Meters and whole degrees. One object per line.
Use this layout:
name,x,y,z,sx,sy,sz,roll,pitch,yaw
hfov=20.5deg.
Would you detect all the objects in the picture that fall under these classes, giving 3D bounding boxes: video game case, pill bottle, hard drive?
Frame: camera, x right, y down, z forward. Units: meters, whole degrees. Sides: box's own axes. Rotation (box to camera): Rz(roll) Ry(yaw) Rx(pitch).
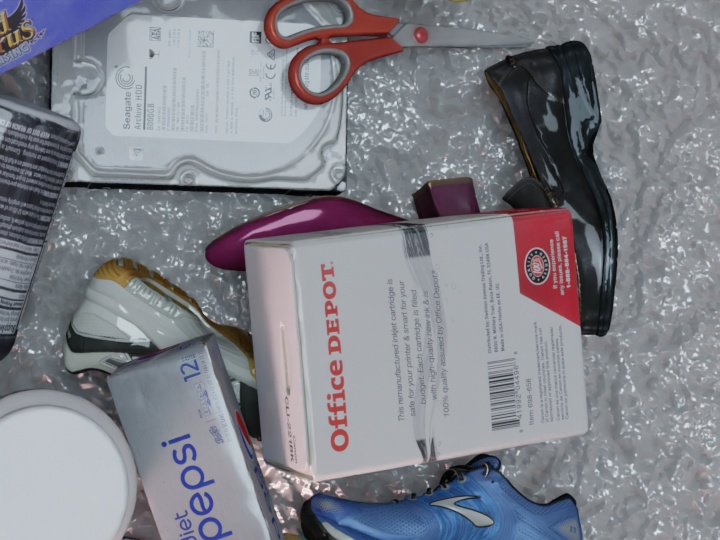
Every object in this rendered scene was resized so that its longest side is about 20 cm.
video game case,-0.237,-0.165,1.223,0.199,0.181,0.046,-29,117,-11
pill bottle,-0.252,-0.013,1.241,0.105,0.106,0.202,18,93,-9
hard drive,-0.107,-0.122,1.318,0.198,0.038,0.141,2,86,-10
pill bottle,-0.193,0.129,1.202,0.112,0.200,0.115,1,87,-10

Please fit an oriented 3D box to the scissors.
scissors,0.028,-0.164,1.334,0.198,0.014,0.074,-17,92,-25

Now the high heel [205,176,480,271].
high heel,0.000,0.000,1.313,0.198,0.067,0.097,-12,78,-15

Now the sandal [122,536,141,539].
sandal,-0.174,0.270,1.277,0.074,0.045,0.202,16,84,-10

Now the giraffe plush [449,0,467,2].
giraffe plush,0.012,-0.243,1.284,0.161,0.200,0.174,21,58,-14

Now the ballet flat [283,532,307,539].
ballet flat,-0.027,0.271,1.289,0.063,0.068,0.202,-22,91,-38

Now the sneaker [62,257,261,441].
sneaker,-0.103,0.077,1.299,0.199,0.076,0.088,34,98,-5

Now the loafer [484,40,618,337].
loafer,0.131,-0.052,1.348,0.071,0.073,0.202,-8,79,-3

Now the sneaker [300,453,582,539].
sneaker,0.055,0.166,1.321,0.198,0.079,0.090,10,74,-17

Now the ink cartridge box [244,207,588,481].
ink cartridge box,0.034,0.042,1.250,0.198,0.084,0.146,-7,94,-26

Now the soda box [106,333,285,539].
soda box,-0.091,0.145,1.231,0.068,0.063,0.202,-19,94,3
